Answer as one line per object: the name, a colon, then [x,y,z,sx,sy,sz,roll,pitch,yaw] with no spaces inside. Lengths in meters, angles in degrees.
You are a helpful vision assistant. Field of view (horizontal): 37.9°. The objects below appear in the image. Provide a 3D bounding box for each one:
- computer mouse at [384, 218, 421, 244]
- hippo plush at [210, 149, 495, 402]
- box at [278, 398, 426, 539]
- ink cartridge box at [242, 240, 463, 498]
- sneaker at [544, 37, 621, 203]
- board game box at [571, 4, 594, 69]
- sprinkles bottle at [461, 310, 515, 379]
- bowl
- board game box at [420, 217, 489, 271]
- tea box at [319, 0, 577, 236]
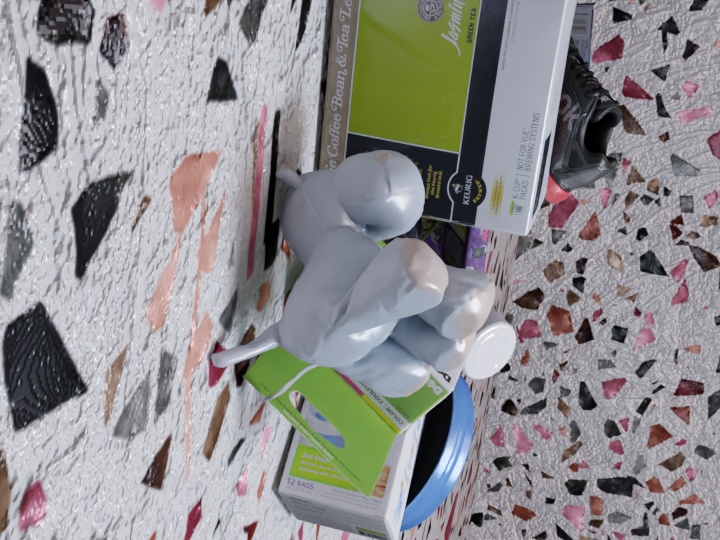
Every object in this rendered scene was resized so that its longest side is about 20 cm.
computer mouse: [0.015,-0.058,1.083,0.201,0.045,0.142,-72,146,-56]
hippo plush: [0.000,0.000,0.825,0.159,0.197,0.163,46,26,-51]
box: [0.004,0.150,1.043,0.102,0.110,0.203,75,29,-62]
ink cartridge box: [0.007,0.073,0.895,0.076,0.148,0.200,-42,-174,28]
sneaker: [0.200,-0.171,1.003,0.070,0.097,0.204,5,77,-49]
board game box: [0.142,-0.191,1.110,0.041,0.196,0.203,73,24,-65]
sprinkles bottle: [0.084,0.033,1.124,0.067,0.200,0.069,-18,129,-23]
bowl: [0.047,0.186,1.135,0.200,0.039,0.203,-40,-146,34]
board game box: [0.096,-0.066,1.208,0.201,0.032,0.122,-123,-144,-56]
tea box: [0.077,-0.160,0.915,0.134,0.193,0.203,-51,151,-64]
